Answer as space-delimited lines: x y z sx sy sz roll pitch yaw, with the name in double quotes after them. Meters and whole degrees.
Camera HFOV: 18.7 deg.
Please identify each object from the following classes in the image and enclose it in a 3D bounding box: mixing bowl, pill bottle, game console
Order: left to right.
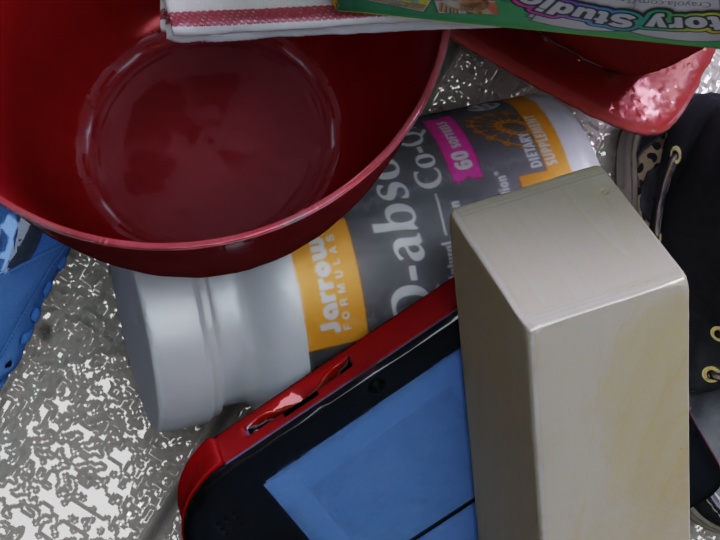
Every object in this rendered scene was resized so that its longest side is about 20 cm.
-0.062 -0.075 0.826 0.198 0.109 0.202 -2 65 3 "mixing bowl"
0.000 0.000 0.917 0.198 0.116 0.118 -13 89 -13 "pill bottle"
0.039 0.090 0.898 0.199 0.031 0.177 -33 126 3 "game console"

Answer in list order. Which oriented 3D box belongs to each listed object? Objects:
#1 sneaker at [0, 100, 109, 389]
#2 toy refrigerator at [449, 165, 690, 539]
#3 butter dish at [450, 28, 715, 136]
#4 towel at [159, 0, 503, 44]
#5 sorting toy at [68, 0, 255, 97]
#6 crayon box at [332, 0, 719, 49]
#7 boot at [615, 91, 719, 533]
-0.156 0.004 0.914 0.200 0.066 0.079 -43 107 -11 "sneaker"
0.085 0.066 0.837 0.069 0.076 0.201 -17 129 -12 "toy refrigerator"
0.108 -0.175 0.859 0.199 0.148 0.201 26 86 -22 "butter dish"
-0.005 -0.175 0.798 0.142 0.023 0.202 -3 68 1 "towel"
-0.105 -0.198 0.931 0.198 0.070 0.201 29 81 -9 "sorting toy"
0.096 -0.167 0.751 0.198 0.058 0.174 5 68 1 "crayon box"
0.173 0.014 0.932 0.072 0.150 0.202 -5 87 -19 "boot"
